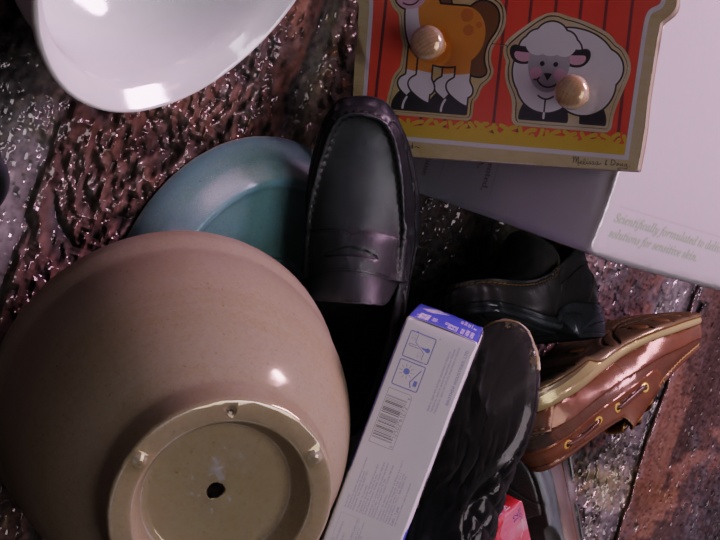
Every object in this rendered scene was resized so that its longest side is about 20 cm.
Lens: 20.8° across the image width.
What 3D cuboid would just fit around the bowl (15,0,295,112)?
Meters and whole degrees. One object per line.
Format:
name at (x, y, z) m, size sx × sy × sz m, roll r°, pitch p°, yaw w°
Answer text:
bowl at (-0.108, -0.187, 0.984) m, size 0.201 × 0.090 × 0.201 m, roll -35°, pitch 148°, yaw -26°

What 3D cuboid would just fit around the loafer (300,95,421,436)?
loafer at (0.000, 0.000, 1.140) m, size 0.070 × 0.068 × 0.201 m, roll -78°, pitch 170°, yaw -70°

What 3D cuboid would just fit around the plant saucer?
plant saucer at (-0.063, 0.021, 1.166) m, size 0.200 × 0.027 × 0.201 m, roll -17°, pitch 117°, yaw -38°

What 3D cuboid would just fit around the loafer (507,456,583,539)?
loafer at (0.138, 0.195, 1.392) m, size 0.063 × 0.072 × 0.201 m, roll -33°, pitch 123°, yaw -38°

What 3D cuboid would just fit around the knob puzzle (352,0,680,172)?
knob puzzle at (0.083, -0.162, 1.125) m, size 0.030 × 0.219 × 0.220 m, roll 7°, pitch 101°, yaw -70°

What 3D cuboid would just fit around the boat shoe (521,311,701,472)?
boat shoe at (0.168, 0.079, 1.361) m, size 0.200 × 0.072 × 0.068 m, roll -23°, pitch 103°, yaw -41°

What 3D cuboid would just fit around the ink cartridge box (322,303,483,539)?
ink cartridge box at (0.014, 0.121, 1.102) m, size 0.094 × 0.044 × 0.201 m, roll -25°, pitch 136°, yaw -84°

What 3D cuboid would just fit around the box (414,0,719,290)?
box at (0.170, -0.108, 1.238) m, size 0.199 × 0.171 × 0.201 m, roll 13°, pitch 95°, yaw -45°

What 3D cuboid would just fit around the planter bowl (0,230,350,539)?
planter bowl at (-0.090, 0.095, 1.042) m, size 0.200 × 0.135 × 0.201 m, roll -7°, pitch 113°, yaw -16°

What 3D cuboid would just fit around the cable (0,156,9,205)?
cable at (-0.257, -0.010, 0.963) m, size 0.163 × 0.051 × 0.201 m, roll 28°, pitch 82°, yaw -50°

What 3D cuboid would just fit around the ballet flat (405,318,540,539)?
ballet flat at (0.060, 0.124, 1.172) m, size 0.057 × 0.066 × 0.201 m, roll -13°, pitch 120°, yaw -81°

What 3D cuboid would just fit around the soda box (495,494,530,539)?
soda box at (0.087, 0.243, 1.361) m, size 0.070 × 0.063 × 0.200 m, roll -35°, pitch 127°, yaw -29°

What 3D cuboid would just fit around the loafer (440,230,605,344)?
loafer at (0.101, 0.011, 1.275) m, size 0.200 × 0.073 × 0.073 m, roll 6°, pitch 77°, yaw -67°

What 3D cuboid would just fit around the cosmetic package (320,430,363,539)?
cosmetic package at (0.012, 0.135, 1.227) m, size 0.074 × 0.102 × 0.200 m, roll 38°, pitch 76°, yaw -43°
